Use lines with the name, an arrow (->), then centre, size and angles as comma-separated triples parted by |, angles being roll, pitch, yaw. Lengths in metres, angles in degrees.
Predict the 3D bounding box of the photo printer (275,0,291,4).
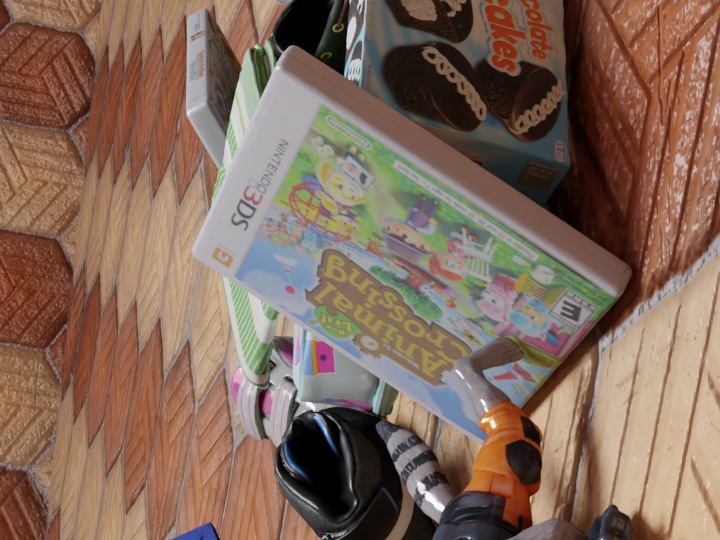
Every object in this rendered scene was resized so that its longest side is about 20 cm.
photo printer -> -0.021, -0.292, 1.225 | 0.200, 0.069, 0.168 | 126, 148, -54

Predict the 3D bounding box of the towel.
towel -> -0.066, -0.030, 1.145 | 0.201, 0.023, 0.154 | 110, 152, -56

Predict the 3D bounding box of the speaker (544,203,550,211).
speaker -> 0.055, -0.071, 1.004 | 0.201, 0.087, 0.089 | -98, 23, -48

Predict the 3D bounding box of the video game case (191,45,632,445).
video game case -> 0.018, -0.005, 0.914 | 0.022, 0.199, 0.182 | -57, 0, -35

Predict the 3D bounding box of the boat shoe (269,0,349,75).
boat shoe -> -0.032, -0.146, 1.152 | 0.202, 0.062, 0.074 | -50, 40, 46

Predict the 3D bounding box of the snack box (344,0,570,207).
snack box -> 0.052, -0.132, 0.955 | 0.037, 0.115, 0.201 | 118, 161, -46

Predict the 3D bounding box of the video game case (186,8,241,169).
video game case -> -0.077, -0.082, 1.351 | 0.201, 0.023, 0.183 | 59, -170, -28

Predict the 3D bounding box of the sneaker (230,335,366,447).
sneaker -> -0.049, 0.099, 1.275 | 0.200, 0.087, 0.082 | -140, 60, -72

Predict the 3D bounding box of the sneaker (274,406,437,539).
sneaker -> -0.012, 0.112, 1.073 | 0.073, 0.112, 0.200 | -38, 29, 1

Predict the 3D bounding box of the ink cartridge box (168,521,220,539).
ink cartridge box -> -0.079, 0.271, 1.171 | 0.094, 0.044, 0.201 | -121, 12, -50

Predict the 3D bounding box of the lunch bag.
lunch bag -> 0.000, 0.000, 1.128 | 0.200, 0.076, 0.162 | -85, 1, -76

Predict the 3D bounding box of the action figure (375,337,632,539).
action figure -> 0.053, 0.158, 0.857 | 0.194, 0.103, 0.201 | -90, 16, -58
